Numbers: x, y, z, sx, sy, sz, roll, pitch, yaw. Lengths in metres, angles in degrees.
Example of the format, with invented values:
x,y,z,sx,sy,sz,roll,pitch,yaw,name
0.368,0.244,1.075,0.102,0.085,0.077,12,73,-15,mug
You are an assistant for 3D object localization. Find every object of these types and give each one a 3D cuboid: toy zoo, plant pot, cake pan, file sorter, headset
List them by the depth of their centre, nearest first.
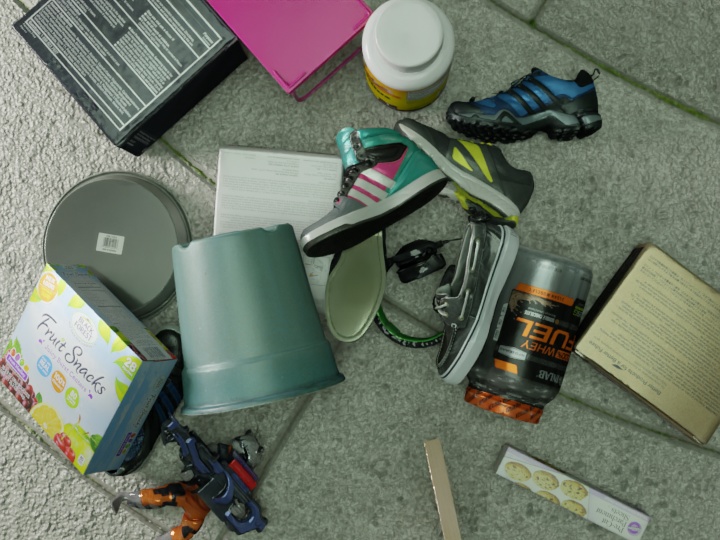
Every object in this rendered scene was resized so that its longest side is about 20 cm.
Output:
x,y,z,sx,sy,sz,roll,pitch,yaw,name
0.104,0.295,1.263,0.020,0.200,0.132,-12,62,1,toy zoo
-0.135,0.054,1.263,0.199,0.200,0.197,-12,91,1,plant pot
0.093,0.007,1.313,0.123,0.094,0.200,41,103,8,headset
-0.095,-0.328,1.317,0.139,0.125,0.200,-41,87,1,file sorter
-0.315,-0.030,1.358,0.199,0.037,0.202,0,88,2,cake pan

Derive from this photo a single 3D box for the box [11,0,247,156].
x,y,z,sx,sy,sz,roll,pitch,yaw,name
-0.280,-0.284,1.322,0.198,0.123,0.200,-41,89,1,box

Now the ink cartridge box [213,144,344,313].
x,y,z,sx,sy,sz,roll,pitch,yaw,name
-0.107,-0.054,1.356,0.160,0.050,0.201,6,101,2,ink cartridge box

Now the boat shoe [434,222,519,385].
x,y,z,sx,sy,sz,roll,pitch,yaw,name
0.120,0.035,1.253,0.070,0.072,0.201,16,100,-13,boat shoe

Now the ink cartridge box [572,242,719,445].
x,y,z,sx,sy,sz,roll,pitch,yaw,name
0.383,0.088,1.314,0.200,0.075,0.165,37,91,1,ink cartridge box

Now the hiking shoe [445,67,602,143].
x,y,z,sx,sy,sz,roll,pitch,yaw,name
0.203,-0.210,1.338,0.199,0.074,0.087,-1,81,-8,hiking shoe

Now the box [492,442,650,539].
x,y,z,sx,sy,sz,roll,pitch,yaw,name
0.263,0.278,1.329,0.199,0.039,0.042,27,90,2,box

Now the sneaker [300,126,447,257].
x,y,z,sx,sy,sz,roll,pitch,yaw,name
-0.007,-0.107,1.271,0.199,0.084,0.121,-29,74,-19,sneaker

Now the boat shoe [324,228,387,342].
x,y,z,sx,sy,sz,roll,pitch,yaw,name
-0.002,0.000,1.313,0.074,0.066,0.201,-2,68,7,boat shoe

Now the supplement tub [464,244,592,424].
x,y,z,sx,sy,sz,roll,pitch,yaw,name
0.200,0.077,1.296,0.122,0.123,0.201,16,89,2,supplement tub

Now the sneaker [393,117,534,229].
x,y,z,sx,sy,sz,roll,pitch,yaw,name
0.130,-0.132,1.340,0.200,0.075,0.085,39,67,6,sneaker

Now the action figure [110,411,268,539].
x,y,z,sx,sy,sz,roll,pitch,yaw,name
-0.212,0.252,1.316,0.193,0.105,0.201,-29,112,-4,action figure

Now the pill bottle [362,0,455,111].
x,y,z,sx,sy,sz,roll,pitch,yaw,name
0.057,-0.260,1.273,0.108,0.200,0.110,0,88,2,pill bottle

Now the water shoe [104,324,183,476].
x,y,z,sx,sy,sz,roll,pitch,yaw,name
-0.264,0.166,1.329,0.071,0.079,0.201,20,89,2,water shoe

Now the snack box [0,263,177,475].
x,y,z,sx,sy,sz,roll,pitch,yaw,name
-0.334,0.115,1.277,0.200,0.068,0.169,40,108,26,snack box
